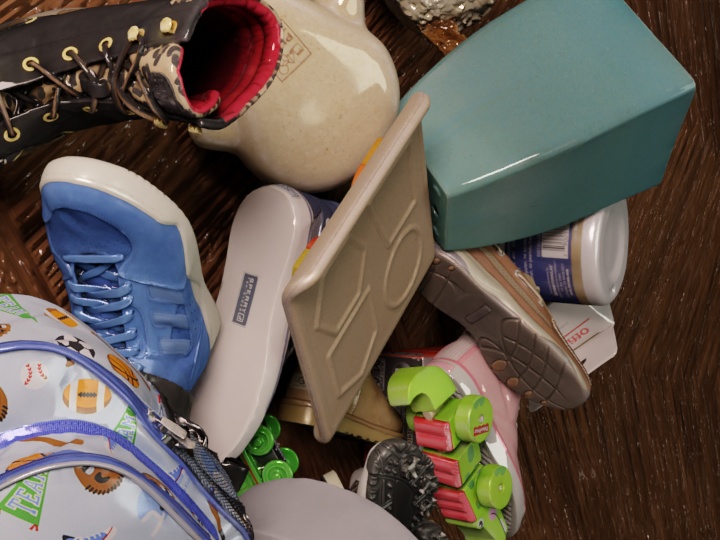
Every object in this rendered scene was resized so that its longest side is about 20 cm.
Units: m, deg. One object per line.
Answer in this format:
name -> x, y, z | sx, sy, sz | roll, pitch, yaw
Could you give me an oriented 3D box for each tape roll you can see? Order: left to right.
tape roll -> -0.032, 0.242, 0.709 | 0.066, 0.200, 0.201 | -38, 124, -53

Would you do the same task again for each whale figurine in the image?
whale figurine -> -0.065, -0.148, 0.742 | 0.159, 0.104, 0.200 | -46, 115, -6

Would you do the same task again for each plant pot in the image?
plant pot -> 0.129, -0.113, 0.845 | 0.200, 0.142, 0.141 | -27, 154, -11

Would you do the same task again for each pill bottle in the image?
pill bottle -> 0.135, -0.030, 0.974 | 0.111, 0.200, 0.111 | -16, 108, -60

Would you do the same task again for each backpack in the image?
backpack -> -0.164, 0.115, 0.500 | 0.200, 0.154, 0.191 | -40, 113, -13

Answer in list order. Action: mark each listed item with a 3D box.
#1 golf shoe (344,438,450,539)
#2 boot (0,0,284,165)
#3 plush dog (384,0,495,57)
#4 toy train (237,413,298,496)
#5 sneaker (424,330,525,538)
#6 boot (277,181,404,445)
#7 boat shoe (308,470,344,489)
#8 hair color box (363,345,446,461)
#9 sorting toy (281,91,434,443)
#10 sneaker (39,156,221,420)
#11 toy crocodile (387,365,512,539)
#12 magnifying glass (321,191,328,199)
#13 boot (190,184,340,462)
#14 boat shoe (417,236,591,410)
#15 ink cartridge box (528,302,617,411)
golf shoe -> 0.015, 0.191, 0.884 | 0.078, 0.094, 0.200 | -37, 143, -21
boot -> -0.144, -0.093, 0.538 | 0.200, 0.150, 0.073 | -40, 126, -52
plush dog -> 0.092, -0.275, 0.871 | 0.172, 0.161, 0.200 | -44, 145, 8
toy train -> -0.048, 0.194, 0.768 | 0.200, 0.056, 0.042 | 62, 8, -5
sneaker -> 0.121, 0.142, 0.965 | 0.105, 0.075, 0.201 | -44, 124, -42
boot -> 0.008, 0.040, 0.875 | 0.175, 0.066, 0.201 | 36, 64, -63
boat shoe -> -0.023, 0.241, 0.868 | 0.063, 0.074, 0.202 | -26, 135, -9
hair color box -> 0.078, 0.126, 1.028 | 0.200, 0.061, 0.102 | 4, 89, -61
sorting toy -> 0.000, 0.000, 0.741 | 0.185, 0.036, 0.200 | -58, 159, -31
sneaker -> -0.139, 0.031, 0.607 | 0.200, 0.077, 0.111 | 78, 23, -58
toy crocodile -> 0.078, 0.159, 0.889 | 0.062, 0.067, 0.200 | -45, 127, -40
magnifying glass -> -0.037, -0.095, 0.857 | 0.080, 0.022, 0.201 | 5, 90, -61
boot -> -0.060, 0.042, 0.739 | 0.090, 0.073, 0.200 | 7, 105, -60
boat shoe -> 0.129, 0.034, 0.898 | 0.200, 0.076, 0.072 | 48, 49, -12
ink cartridge box -> 0.182, 0.032, 1.065 | 0.067, 0.116, 0.200 | 36, 29, -23
